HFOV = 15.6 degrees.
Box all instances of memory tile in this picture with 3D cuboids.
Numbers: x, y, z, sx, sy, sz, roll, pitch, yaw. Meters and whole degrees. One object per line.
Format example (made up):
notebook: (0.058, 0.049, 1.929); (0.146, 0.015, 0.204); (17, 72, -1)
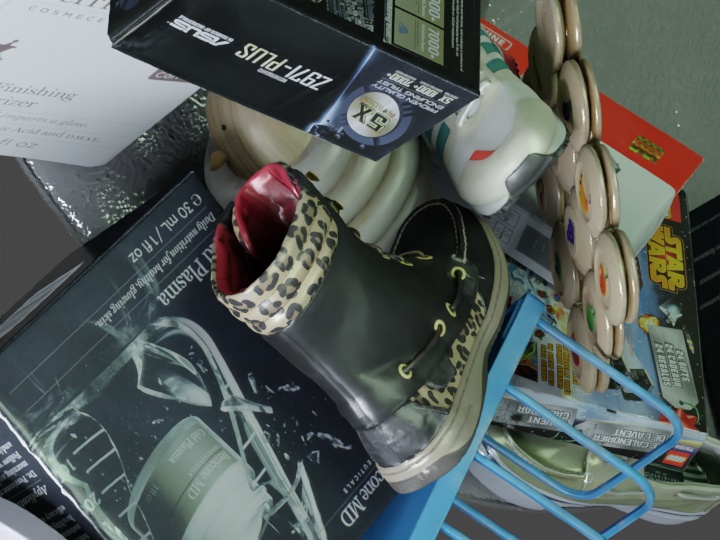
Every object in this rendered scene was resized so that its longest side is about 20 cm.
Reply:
memory tile: (0.117, -0.045, 1.442); (0.017, 0.153, 0.201); (-7, 68, -7)

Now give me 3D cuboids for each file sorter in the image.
file sorter: (0.070, 0.144, 1.397); (0.122, 0.139, 0.201); (34, 56, -8)

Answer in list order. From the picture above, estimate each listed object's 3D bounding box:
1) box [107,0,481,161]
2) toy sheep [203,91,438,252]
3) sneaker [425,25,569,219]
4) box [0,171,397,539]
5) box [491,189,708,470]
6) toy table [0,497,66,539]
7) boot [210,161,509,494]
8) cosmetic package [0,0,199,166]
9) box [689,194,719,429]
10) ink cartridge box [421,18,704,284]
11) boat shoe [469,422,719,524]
box: (-0.027, -0.180, 1.273); (0.163, 0.086, 0.201); (21, 57, -32)
toy sheep: (-0.019, -0.050, 1.470); (0.200, 0.137, 0.139); (39, 44, -42)
sneaker: (0.048, -0.099, 1.431); (0.093, 0.070, 0.200); (39, 13, -22)
box: (-0.107, 0.095, 1.316); (0.197, 0.124, 0.200); (52, 44, -9)
box: (0.134, 0.018, 1.574); (0.136, 0.040, 0.201); (14, 46, -12)
toy table: (-0.169, 0.202, 1.174); (0.200, 0.184, 0.117); (44, 28, 3)
boot: (0.000, 0.000, 1.334); (0.151, 0.073, 0.201); (43, 36, -26)
cosmetic package: (-0.162, -0.173, 1.358); (0.164, 0.200, 0.166); (3, 65, -40)
box: (0.304, 0.035, 1.691); (0.104, 0.148, 0.201); (7, 64, -39)
ink cartridge box: (0.102, -0.087, 1.599); (0.199, 0.044, 0.174); (33, 47, 10)
boat shoe: (0.147, 0.107, 1.573); (0.199, 0.062, 0.072); (12, 59, -36)
